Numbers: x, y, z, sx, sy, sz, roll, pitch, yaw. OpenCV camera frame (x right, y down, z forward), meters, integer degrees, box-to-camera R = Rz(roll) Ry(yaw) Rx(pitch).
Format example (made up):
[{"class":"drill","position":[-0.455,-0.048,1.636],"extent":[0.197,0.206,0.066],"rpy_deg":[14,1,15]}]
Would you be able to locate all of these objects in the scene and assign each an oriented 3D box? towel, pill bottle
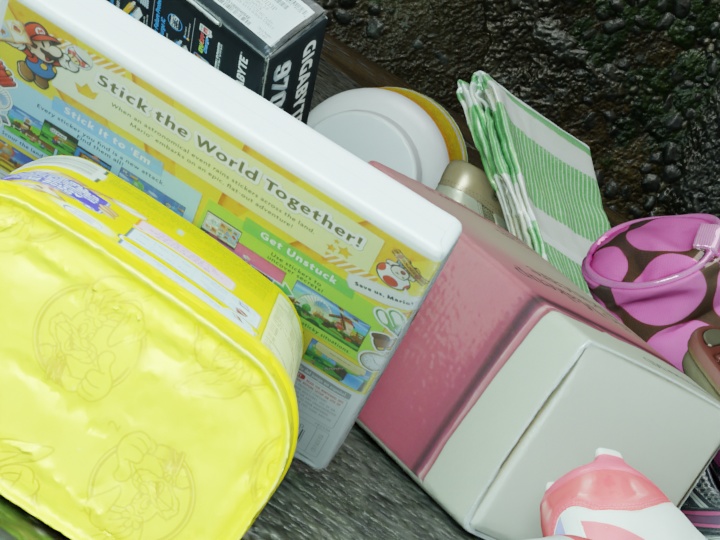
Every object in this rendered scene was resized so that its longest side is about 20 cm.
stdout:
[{"class":"towel","position":[0.125,-0.009,1.511],"extent":[0.152,0.023,0.201],"rpy_deg":[29,37,-55]},{"class":"pill bottle","position":[0.009,-0.069,1.770],"extent":[0.111,0.111,0.200],"rpy_deg":[34,8,4]}]

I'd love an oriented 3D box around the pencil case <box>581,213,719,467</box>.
[{"class":"pencil case","position":[0.194,0.066,1.430],"extent":[0.091,0.093,0.201],"rpy_deg":[-44,116,-44]}]

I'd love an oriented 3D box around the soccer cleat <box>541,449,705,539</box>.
[{"class":"soccer cleat","position":[0.157,0.155,1.180],"extent":[0.200,0.067,0.077],"rpy_deg":[36,32,-31]}]

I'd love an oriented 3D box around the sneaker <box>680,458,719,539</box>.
[{"class":"sneaker","position":[0.151,0.112,1.389],"extent":[0.200,0.075,0.081],"rpy_deg":[38,9,33]}]

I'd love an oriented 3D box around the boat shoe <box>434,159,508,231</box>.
[{"class":"boat shoe","position":[0.106,-0.013,1.580],"extent":[0.071,0.065,0.200],"rpy_deg":[18,-4,35]}]

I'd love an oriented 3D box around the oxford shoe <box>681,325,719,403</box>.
[{"class":"oxford shoe","position":[0.210,0.119,1.285],"extent":[0.070,0.075,0.200],"rpy_deg":[-6,57,-50]}]

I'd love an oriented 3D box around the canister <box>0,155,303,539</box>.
[{"class":"canister","position":[-0.090,0.025,0.929],"extent":[0.148,0.087,0.200],"rpy_deg":[34,7,-3]}]

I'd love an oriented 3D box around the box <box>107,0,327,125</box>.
[{"class":"box","position":[-0.099,-0.098,1.303],"extent":[0.159,0.046,0.200],"rpy_deg":[39,-32,18]}]

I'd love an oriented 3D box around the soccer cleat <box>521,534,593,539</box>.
[{"class":"soccer cleat","position":[0.055,0.136,0.968],"extent":[0.076,0.067,0.200],"rpy_deg":[3,5,17]}]

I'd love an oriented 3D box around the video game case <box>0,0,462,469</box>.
[{"class":"video game case","position":[-0.072,-0.018,1.046],"extent":[0.199,0.023,0.182],"rpy_deg":[32,-35,3]}]

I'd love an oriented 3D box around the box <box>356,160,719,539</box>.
[{"class":"box","position":[0.066,0.050,1.297],"extent":[0.128,0.109,0.200],"rpy_deg":[26,10,-42]}]
